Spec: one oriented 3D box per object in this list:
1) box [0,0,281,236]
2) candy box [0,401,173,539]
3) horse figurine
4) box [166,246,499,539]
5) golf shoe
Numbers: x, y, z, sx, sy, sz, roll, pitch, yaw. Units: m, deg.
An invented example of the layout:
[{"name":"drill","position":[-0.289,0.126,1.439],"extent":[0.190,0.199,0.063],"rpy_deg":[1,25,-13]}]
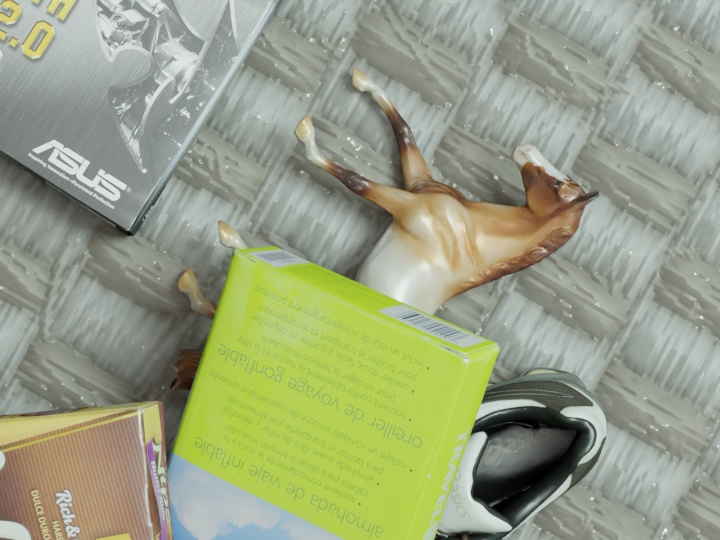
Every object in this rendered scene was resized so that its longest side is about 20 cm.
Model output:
[{"name":"box","position":[-0.149,-0.134,0.892],"extent":[0.200,0.048,0.159],"rpy_deg":[33,86,-3]},{"name":"candy box","position":[-0.180,0.123,0.816],"extent":[0.199,0.056,0.117],"rpy_deg":[-6,89,3]},{"name":"horse figurine","position":[0.000,0.000,0.898],"extent":[0.132,0.050,0.200],"rpy_deg":[40,85,3]},{"name":"box","position":[-0.028,0.104,0.834],"extent":[0.122,0.048,0.201],"rpy_deg":[24,103,22]},{"name":"golf shoe","position":[0.021,0.101,0.874],"extent":[0.200,0.094,0.078],"rpy_deg":[-28,91,-3]}]
